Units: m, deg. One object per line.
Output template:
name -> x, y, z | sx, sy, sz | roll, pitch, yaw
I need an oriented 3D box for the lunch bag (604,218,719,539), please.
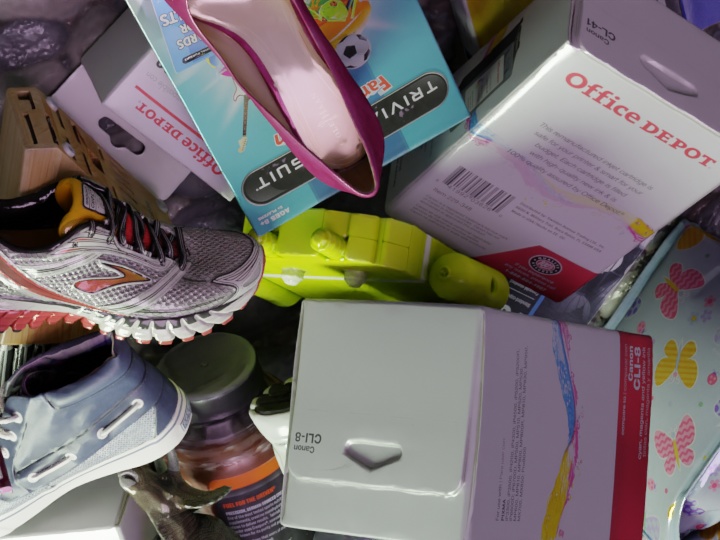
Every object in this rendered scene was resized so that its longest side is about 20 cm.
lunch bag -> 0.251, 0.095, 1.470 | 0.127, 0.170, 0.200 | 25, 106, -36

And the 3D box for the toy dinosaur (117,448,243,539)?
toy dinosaur -> -0.099, 0.204, 1.330 | 0.102, 0.077, 0.200 | -62, 144, -33

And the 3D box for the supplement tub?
supplement tub -> -0.084, 0.141, 1.399 | 0.107, 0.107, 0.201 | -20, 127, -9

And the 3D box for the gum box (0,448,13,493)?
gum box -> -0.282, 0.070, 1.212 | 0.113, 0.200, 0.066 | -13, 125, -12

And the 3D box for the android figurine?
android figurine -> 0.000, 0.000, 1.312 | 0.200, 0.181, 0.041 | 27, 68, -61

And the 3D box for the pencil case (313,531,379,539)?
pencil case -> 0.023, 0.174, 1.409 | 0.090, 0.200, 0.083 | 6, 127, 20

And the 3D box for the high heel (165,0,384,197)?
high heel -> -0.053, -0.123, 1.108 | 0.067, 0.096, 0.200 | -32, 125, 1

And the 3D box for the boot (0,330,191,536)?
boot -> -0.212, 0.101, 1.278 | 0.200, 0.073, 0.090 | -27, 135, 10

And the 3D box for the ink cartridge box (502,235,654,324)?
ink cartridge box -> 0.133, -0.002, 1.440 | 0.099, 0.039, 0.200 | 24, 110, -33

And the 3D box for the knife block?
knife block -> -0.207, 0.003, 1.273 | 0.175, 0.064, 0.200 | -36, 135, 9

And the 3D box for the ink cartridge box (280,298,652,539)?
ink cartridge box -> 0.069, 0.099, 1.274 | 0.200, 0.145, 0.145 | 10, 83, -52

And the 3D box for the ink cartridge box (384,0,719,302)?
ink cartridge box -> 0.131, -0.082, 1.277 | 0.147, 0.086, 0.200 | 28, 137, -21

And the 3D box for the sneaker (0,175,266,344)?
sneaker -> -0.149, -0.009, 1.187 | 0.199, 0.078, 0.082 | 0, 128, -22

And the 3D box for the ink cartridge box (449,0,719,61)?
ink cartridge box -> 0.153, -0.201, 1.319 | 0.199, 0.047, 0.198 | -24, 126, -4

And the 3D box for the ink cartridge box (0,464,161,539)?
ink cartridge box -> -0.197, 0.222, 1.389 | 0.145, 0.088, 0.201 | -6, 124, 10

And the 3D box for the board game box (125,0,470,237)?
board game box -> -0.041, -0.139, 1.190 | 0.151, 0.047, 0.200 | -30, 125, -2

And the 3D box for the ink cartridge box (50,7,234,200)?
ink cartridge box -> -0.087, -0.127, 1.251 | 0.200, 0.068, 0.115 | -46, 124, 10

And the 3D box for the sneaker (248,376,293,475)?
sneaker -> -0.004, 0.092, 1.368 | 0.075, 0.200, 0.081 | -10, 104, 33
